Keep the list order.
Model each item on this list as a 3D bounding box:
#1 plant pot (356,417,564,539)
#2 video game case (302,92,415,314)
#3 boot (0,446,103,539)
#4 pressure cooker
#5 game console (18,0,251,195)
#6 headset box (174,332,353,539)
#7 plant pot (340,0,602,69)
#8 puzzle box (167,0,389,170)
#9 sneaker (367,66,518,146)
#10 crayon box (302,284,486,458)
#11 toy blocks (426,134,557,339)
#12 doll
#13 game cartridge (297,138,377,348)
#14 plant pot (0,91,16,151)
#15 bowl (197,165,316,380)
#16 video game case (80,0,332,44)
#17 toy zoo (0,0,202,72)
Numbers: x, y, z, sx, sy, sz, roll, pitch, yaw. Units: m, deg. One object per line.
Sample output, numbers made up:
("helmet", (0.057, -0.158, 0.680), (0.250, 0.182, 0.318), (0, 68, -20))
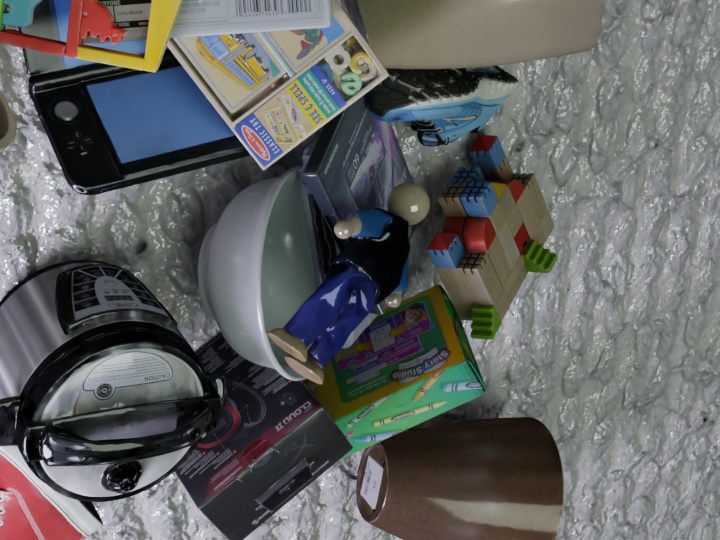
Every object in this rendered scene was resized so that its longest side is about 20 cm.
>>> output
("plant pot", (0.103, 0.255, 1.391), (0.200, 0.187, 0.187), (9, 113, -21))
("video game case", (0.007, -0.075, 1.126), (0.200, 0.019, 0.143), (64, 38, -45))
("boot", (-0.352, 0.227, 1.134), (0.144, 0.072, 0.200), (-33, 134, -10))
("pressure cooker", (-0.227, 0.104, 1.051), (0.176, 0.200, 0.179), (-41, 131, -4))
("game console", (-0.167, -0.180, 0.978), (0.200, 0.176, 0.116), (-17, 154, -23))
("headset box", (-0.113, 0.157, 1.157), (0.149, 0.200, 0.075), (-39, 131, -8))
("plant pot", (0.087, -0.257, 1.066), (0.200, 0.187, 0.188), (-19, 127, -6))
("puzzle box", (-0.087, -0.199, 0.961), (0.133, 0.025, 0.200), (-36, 103, 8))
("sneaker", (0.078, -0.154, 1.151), (0.200, 0.078, 0.090), (-12, 134, -49))
("crayon box", (0.017, 0.110, 1.228), (0.200, 0.119, 0.058), (-25, 131, 8))
("toy blocks", (0.132, -0.048, 1.238), (0.200, 0.100, 0.137), (-56, 133, -34))
("doll", (0.000, 0.000, 1.061), (0.200, 0.048, 0.137), (-52, 142, -19))
("game cartridge", (-0.006, -0.042, 1.162), (0.133, 0.041, 0.200), (-52, 138, -56))
("plant pot", (-0.385, -0.090, 0.853), (0.184, 0.201, 0.200), (-47, 133, 14))
("bowl", (-0.093, 0.001, 1.123), (0.201, 0.090, 0.202), (2, 90, -71))
("video game case", (-0.127, -0.273, 0.916), (0.200, 0.022, 0.182), (-4, 105, 0))
("toy zoo", (-0.214, -0.227, 0.902), (0.200, 0.020, 0.131), (10, 106, -4))
